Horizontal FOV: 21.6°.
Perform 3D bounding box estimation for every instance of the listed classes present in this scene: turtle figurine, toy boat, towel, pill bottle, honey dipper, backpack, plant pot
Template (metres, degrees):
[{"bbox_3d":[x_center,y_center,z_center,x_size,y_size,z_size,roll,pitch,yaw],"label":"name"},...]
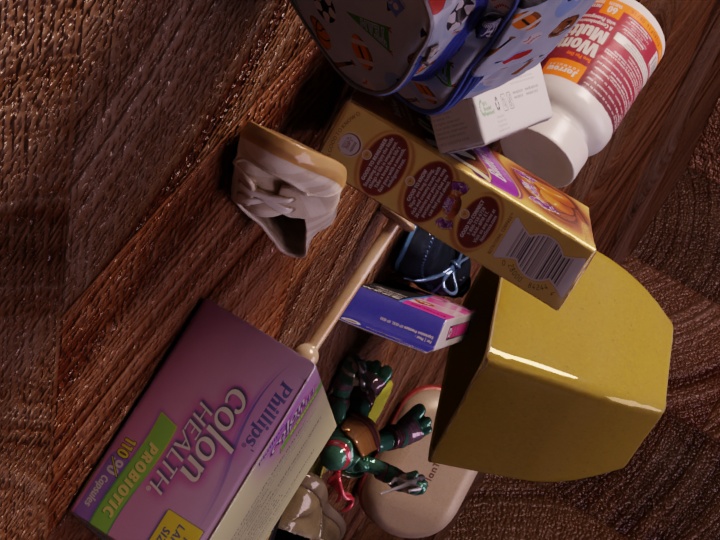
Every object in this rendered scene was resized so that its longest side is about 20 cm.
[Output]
[{"bbox_3d":[0.005,0.160,1.891,0.100,0.151,0.200,-24,-175,19],"label":"turtle figurine"},{"bbox_3d":[0.073,0.233,2.377,0.201,0.130,0.131,-62,-163,8],"label":"toy boat"},{"bbox_3d":[-0.007,0.175,2.083,0.087,0.018,0.200,-62,169,13],"label":"towel"},{"bbox_3d":[0.235,-0.192,2.005,0.201,0.109,0.110,-55,167,-26],"label":"pill bottle"},{"bbox_3d":[0.000,0.000,1.660,0.201,0.038,0.038,-55,168,-6],"label":"honey dipper"},{"bbox_3d":[0.040,-0.178,1.034,0.153,0.201,0.191,-23,164,-16],"label":"backpack"},{"bbox_3d":[0.201,0.095,1.884,0.196,0.198,0.196,113,-7,-50],"label":"plant pot"}]

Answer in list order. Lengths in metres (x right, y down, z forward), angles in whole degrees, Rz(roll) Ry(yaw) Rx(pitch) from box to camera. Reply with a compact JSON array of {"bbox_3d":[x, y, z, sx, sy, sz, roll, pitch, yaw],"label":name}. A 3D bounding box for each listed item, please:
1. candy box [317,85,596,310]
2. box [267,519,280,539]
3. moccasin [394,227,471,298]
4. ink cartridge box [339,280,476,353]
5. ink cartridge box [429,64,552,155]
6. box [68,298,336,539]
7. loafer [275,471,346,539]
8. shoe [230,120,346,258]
[{"bbox_3d":[0.067,-0.059,1.323,0.057,0.199,0.117,-59,-175,16],"label":"candy box"},{"bbox_3d":[-0.124,0.232,1.646,0.199,0.049,0.201,-48,163,-50],"label":"box"},{"bbox_3d":[0.083,-0.015,1.879,0.081,0.068,0.200,-61,169,1],"label":"moccasin"},{"bbox_3d":[0.045,0.043,1.784,0.200,0.094,0.037,-14,124,-75],"label":"ink cartridge box"},{"bbox_3d":[0.075,-0.191,1.328,0.199,0.040,0.202,-25,103,-69],"label":"ink cartridge box"},{"bbox_3d":[-0.108,0.142,1.370,0.177,0.096,0.200,-58,169,-12],"label":"box"},{"bbox_3d":[-0.066,0.247,1.879,0.068,0.076,0.200,-56,158,-17],"label":"loafer"},{"bbox_3d":[-0.046,-0.049,1.236,0.200,0.069,0.054,61,52,-79],"label":"shoe"}]
